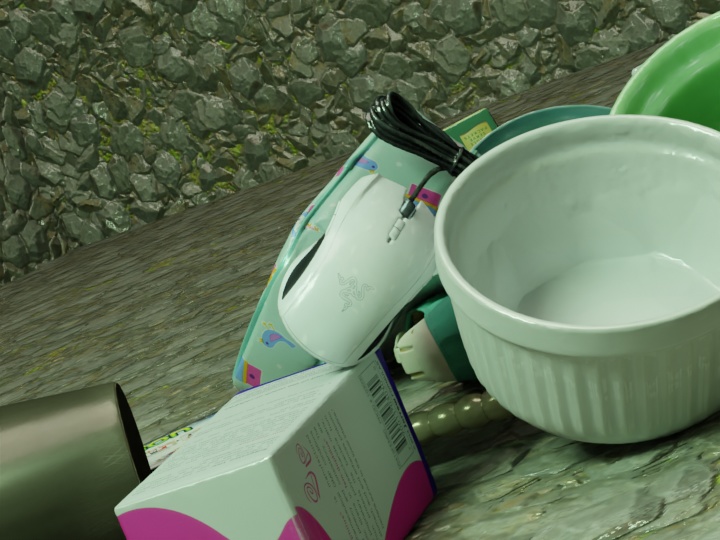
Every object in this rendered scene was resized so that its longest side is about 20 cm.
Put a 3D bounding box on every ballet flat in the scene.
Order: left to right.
[{"bbox_3d":[0.061,0.055,1.584,0.070,0.067,0.200,-28,2,0],"label":"ballet flat"}]

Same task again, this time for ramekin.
[{"bbox_3d":[0.145,0.009,1.245,0.200,0.105,0.200,-6,38,5],"label":"ramekin"},{"bbox_3d":[0.273,-0.080,1.458,0.200,0.098,0.200,-22,41,21],"label":"ramekin"}]

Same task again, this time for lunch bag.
[{"bbox_3d":[0.000,0.000,1.394,0.200,0.077,0.161,-51,-11,-42],"label":"lunch bag"}]

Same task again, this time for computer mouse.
[{"bbox_3d":[0.021,-0.023,1.281,0.044,0.110,0.200,-44,10,49],"label":"computer mouse"}]

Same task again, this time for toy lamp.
[{"bbox_3d":[0.098,0.079,1.340,0.200,0.058,0.058,-22,7,22],"label":"toy lamp"}]

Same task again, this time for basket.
[{"bbox_3d":[-0.245,0.158,1.482,0.200,0.136,0.180,-18,34,-3],"label":"basket"}]

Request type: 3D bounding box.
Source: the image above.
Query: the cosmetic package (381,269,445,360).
[{"bbox_3d":[0.022,0.023,1.699,0.151,0.052,0.200,-27,-14,-19],"label":"cosmetic package"}]

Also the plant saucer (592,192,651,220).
[{"bbox_3d":[0.168,-0.008,1.400,0.200,0.200,0.032,-16,51,40],"label":"plant saucer"}]

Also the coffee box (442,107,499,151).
[{"bbox_3d":[0.057,-0.054,1.696,0.123,0.044,0.200,-28,-14,-3],"label":"coffee box"}]

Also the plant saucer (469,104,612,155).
[{"bbox_3d":[0.158,-0.030,1.546,0.200,0.200,0.027,-24,-29,-12],"label":"plant saucer"}]

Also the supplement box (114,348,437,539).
[{"bbox_3d":[-0.042,0.129,1.214,0.103,0.101,0.200,-19,8,20],"label":"supplement box"}]

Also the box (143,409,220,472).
[{"bbox_3d":[-0.140,0.147,1.613,0.200,0.035,0.110,-24,8,-10],"label":"box"}]

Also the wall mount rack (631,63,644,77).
[{"bbox_3d":[0.187,-0.074,1.715,0.174,0.075,0.200,-39,-23,-39],"label":"wall mount rack"}]
